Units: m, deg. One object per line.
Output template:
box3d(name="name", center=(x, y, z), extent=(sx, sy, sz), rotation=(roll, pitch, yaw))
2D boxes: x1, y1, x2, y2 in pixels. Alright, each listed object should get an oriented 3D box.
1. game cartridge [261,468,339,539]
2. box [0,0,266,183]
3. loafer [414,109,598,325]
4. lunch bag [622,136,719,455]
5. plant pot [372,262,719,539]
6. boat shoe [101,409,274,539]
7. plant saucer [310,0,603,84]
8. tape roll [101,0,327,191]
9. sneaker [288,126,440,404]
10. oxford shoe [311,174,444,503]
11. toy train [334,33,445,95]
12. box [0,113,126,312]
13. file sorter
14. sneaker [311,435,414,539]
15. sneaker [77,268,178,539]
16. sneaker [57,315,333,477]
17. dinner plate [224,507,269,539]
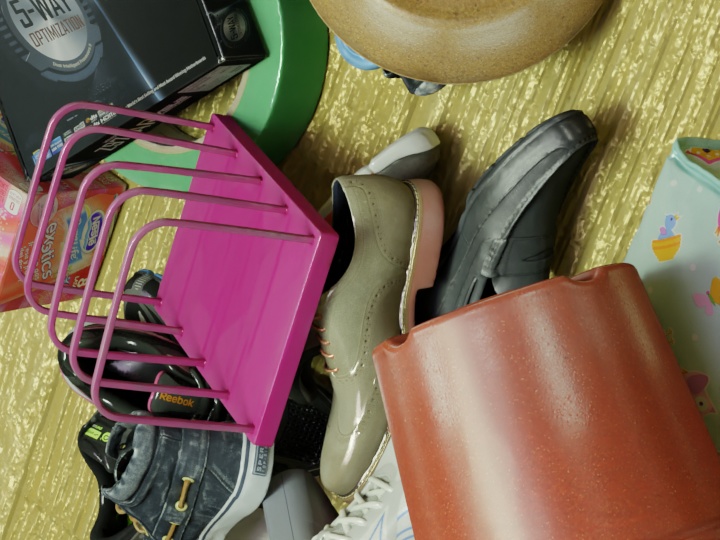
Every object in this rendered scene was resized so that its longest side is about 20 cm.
box3d(name="game cartridge", center=(0.001, 0.220, 1.660), extent=(0.041, 0.133, 0.200), rotation=(-29, 113, 1))
box3d(name="box", center=(-0.166, -0.168, 1.768), extent=(0.200, 0.044, 0.160), rotation=(-27, 79, 38))
box3d(name="loafer", center=(0.090, -0.013, 1.630), extent=(0.070, 0.068, 0.201), rotation=(47, 127, 18))
box3d(name="lunch bag", center=(0.236, 0.044, 1.485), extent=(0.200, 0.122, 0.170), rotation=(39, 118, 35))
box3d(name="plant pot", center=(0.104, 0.110, 1.427), extent=(0.201, 0.201, 0.195), rotation=(-24, 81, 38))
box3d(name="boat shoe", center=(-0.125, 0.138, 1.710), extent=(0.200, 0.091, 0.071), rotation=(127, 152, -57))
box3d(name="plant saucer", center=(0.055, -0.210, 1.583), extent=(0.200, 0.035, 0.200), rotation=(0, 85, 5))
box3d(name="tape roll", center=(-0.113, -0.152, 1.786), extent=(0.200, 0.048, 0.200), rotation=(6, 100, 38))
box3d(name="sneaker", center=(0.000, 0.000, 1.703), extent=(0.082, 0.077, 0.200), rotation=(39, 108, 5))
box3d(name="oxford shoe", center=(-0.007, 0.039, 1.631), extent=(0.071, 0.074, 0.200), rotation=(8, 88, 64))
box3d(name="toy train", center=(0.017, -0.207, 1.653), extent=(0.114, 0.087, 0.200), rotation=(-36, 75, 27))
box3d(name="box", center=(-0.273, -0.062, 1.892), extent=(0.200, 0.103, 0.095), rotation=(34, 115, 29))
box3d(name="file sorter", center=(-0.122, -0.005, 1.649), extent=(0.200, 0.125, 0.139), rotation=(48, 125, 57))
box3d(name="sneaker", center=(0.001, 0.159, 1.530), extent=(0.075, 0.087, 0.200), rotation=(-168, 92, -72))
box3d(name="sneaker", center=(-0.145, 0.100, 1.817), extent=(0.071, 0.083, 0.200), rotation=(16, 104, 46))
box3d(name="sneaker", center=(-0.107, 0.086, 1.740), extent=(0.200, 0.086, 0.080), rotation=(14, 91, 6))
box3d(name="dinner plate", center=(-0.068, 0.253, 1.792), extent=(0.200, 0.024, 0.200), rotation=(9, 109, 28))
